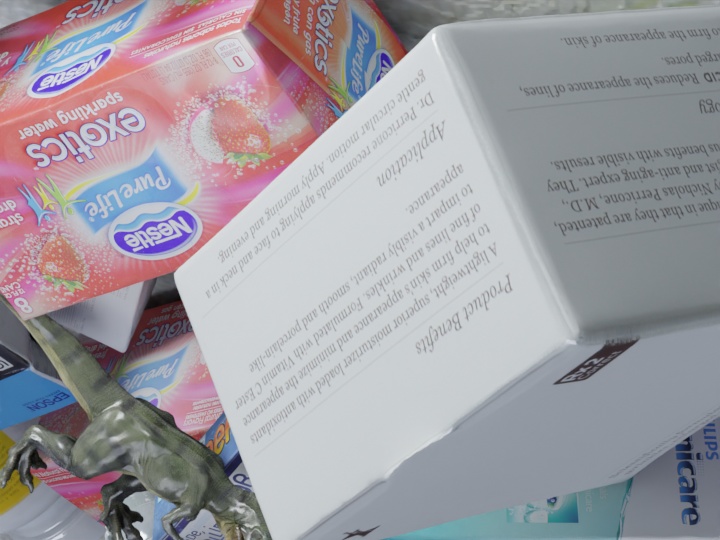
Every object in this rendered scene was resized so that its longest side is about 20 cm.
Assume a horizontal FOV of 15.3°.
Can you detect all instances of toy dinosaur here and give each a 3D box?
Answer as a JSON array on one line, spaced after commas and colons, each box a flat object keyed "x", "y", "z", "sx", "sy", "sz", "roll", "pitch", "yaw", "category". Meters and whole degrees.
[{"x": -0.117, "y": 0.085, "z": 1.250, "sx": 0.200, "sy": 0.047, "sz": 0.088, "roll": 43, "pitch": 129, "yaw": 0, "category": "toy dinosaur"}]

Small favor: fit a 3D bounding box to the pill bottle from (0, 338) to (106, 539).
[{"x": -0.226, "y": 0.082, "z": 1.540, "sx": 0.112, "sy": 0.112, "sz": 0.200, "roll": -7, "pitch": 138, "yaw": 43, "category": "pill bottle"}]

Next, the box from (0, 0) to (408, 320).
[{"x": -0.087, "y": -0.065, "z": 1.163, "sx": 0.199, "sy": 0.095, "sz": 0.103, "roll": -17, "pitch": 123, "yaw": 32, "category": "box"}]

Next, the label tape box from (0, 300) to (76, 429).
[{"x": -0.251, "y": 0.013, "z": 1.364, "sx": 0.143, "sy": 0.066, "sz": 0.200, "roll": -19, "pitch": 139, "yaw": 37, "category": "label tape box"}]

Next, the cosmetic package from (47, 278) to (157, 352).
[{"x": -0.135, "y": -0.036, "z": 1.344, "sx": 0.082, "sy": 0.051, "sz": 0.200, "roll": 22, "pitch": 150, "yaw": -1, "category": "cosmetic package"}]

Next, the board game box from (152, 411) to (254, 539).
[{"x": 0.003, "y": 0.088, "z": 1.270, "sx": 0.135, "sy": 0.035, "sz": 0.200, "roll": 20, "pitch": 137, "yaw": -22, "category": "board game box"}]

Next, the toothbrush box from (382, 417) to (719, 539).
[{"x": 0.066, "y": 0.127, "z": 1.222, "sx": 0.199, "sy": 0.086, "sz": 0.147, "roll": 0, "pitch": 142, "yaw": -2, "category": "toothbrush box"}]

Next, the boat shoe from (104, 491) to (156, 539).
[{"x": -0.082, "y": 0.173, "z": 1.411, "sx": 0.072, "sy": 0.070, "sz": 0.201, "roll": 57, "pitch": 175, "yaw": 35, "category": "boat shoe"}]

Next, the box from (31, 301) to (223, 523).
[{"x": -0.076, "y": 0.079, "z": 1.427, "sx": 0.103, "sy": 0.095, "sz": 0.199, "roll": 40, "pitch": 147, "yaw": -28, "category": "box"}]

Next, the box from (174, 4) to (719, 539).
[{"x": 0.070, "y": 0.003, "z": 1.048, "sx": 0.199, "sy": 0.131, "sz": 0.199, "roll": -8, "pitch": 158, "yaw": -40, "category": "box"}]
